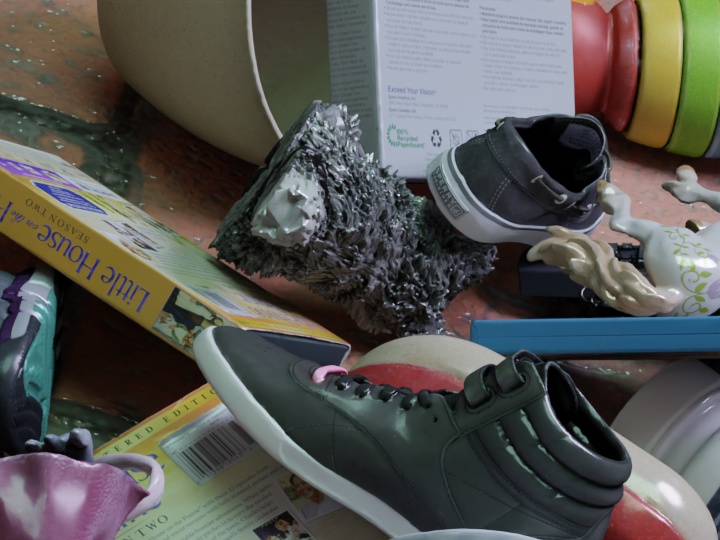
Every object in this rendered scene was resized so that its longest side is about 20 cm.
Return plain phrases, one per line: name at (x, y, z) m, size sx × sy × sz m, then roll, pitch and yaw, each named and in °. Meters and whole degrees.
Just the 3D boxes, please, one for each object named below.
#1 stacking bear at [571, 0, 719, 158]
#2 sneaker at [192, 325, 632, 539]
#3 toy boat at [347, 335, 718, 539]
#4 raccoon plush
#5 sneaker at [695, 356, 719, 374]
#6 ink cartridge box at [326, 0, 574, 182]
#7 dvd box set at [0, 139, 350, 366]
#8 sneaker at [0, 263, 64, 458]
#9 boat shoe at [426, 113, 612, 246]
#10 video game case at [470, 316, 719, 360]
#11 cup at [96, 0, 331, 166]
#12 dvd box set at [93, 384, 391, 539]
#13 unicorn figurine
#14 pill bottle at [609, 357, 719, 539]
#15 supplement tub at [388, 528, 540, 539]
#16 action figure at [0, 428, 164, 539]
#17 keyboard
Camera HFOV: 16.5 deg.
stacking bear at (0.188, -0.128, 1.546) m, size 0.200 × 0.114 × 0.121 m, roll 4°, pitch 22°, yaw -3°
sneaker at (0.028, 0.059, 1.047) m, size 0.200 × 0.099 × 0.071 m, roll 36°, pitch 14°, yaw 13°
toy boat at (0.054, 0.125, 1.119) m, size 0.200 × 0.131 × 0.131 m, roll 33°, pitch 64°, yaw 21°
raccoon plush at (0.000, 0.000, 1.241) m, size 0.134 × 0.097 × 0.200 m, roll 36°, pitch 18°, yaw -7°
sneaker at (0.272, 0.067, 1.359) m, size 0.200 × 0.072 × 0.083 m, roll 5°, pitch -5°, yaw -5°
ink cartridge box at (0.053, -0.147, 1.397) m, size 0.041 × 0.200 × 0.200 m, roll 0°, pitch 0°, yaw 37°
dvd box set at (-0.113, -0.006, 1.229) m, size 0.200 × 0.029 × 0.146 m, roll 32°, pitch 7°, yaw 19°
sneaker at (-0.182, 0.041, 1.123) m, size 0.088 × 0.074 × 0.200 m, roll 3°, pitch 8°, yaw -4°
boat shoe at (0.102, -0.057, 1.337) m, size 0.070 × 0.066 × 0.200 m, roll 60°, pitch 23°, yaw 14°
video game case at (0.144, 0.034, 1.228) m, size 0.143 × 0.018 × 0.200 m, roll -1°, pitch -3°, yaw 15°
cup at (-0.063, -0.150, 1.401) m, size 0.143 × 0.200 × 0.200 m, roll 5°, pitch 23°, yaw 32°
dvd box set at (-0.051, 0.144, 1.045) m, size 0.146 × 0.029 × 0.200 m, roll -31°, pitch 56°, yaw -29°
unicorn figurine at (0.198, -0.017, 1.298) m, size 0.200 × 0.074 × 0.137 m, roll -31°, pitch 35°, yaw -23°
pill bottle at (0.209, 0.130, 1.172) m, size 0.200 × 0.111 × 0.111 m, roll 39°, pitch 38°, yaw 27°
supplement tub at (0.036, 0.206, 0.911) m, size 0.122 × 0.123 × 0.200 m, roll 17°, pitch 62°, yaw -4°
action figure at (-0.131, 0.170, 0.955) m, size 0.149 × 0.134 × 0.200 m, roll 25°, pitch 46°, yaw -71°
keyboard at (0.185, 0.004, 1.354) m, size 0.200 × 0.021 × 0.127 m, roll 0°, pitch 19°, yaw 8°
